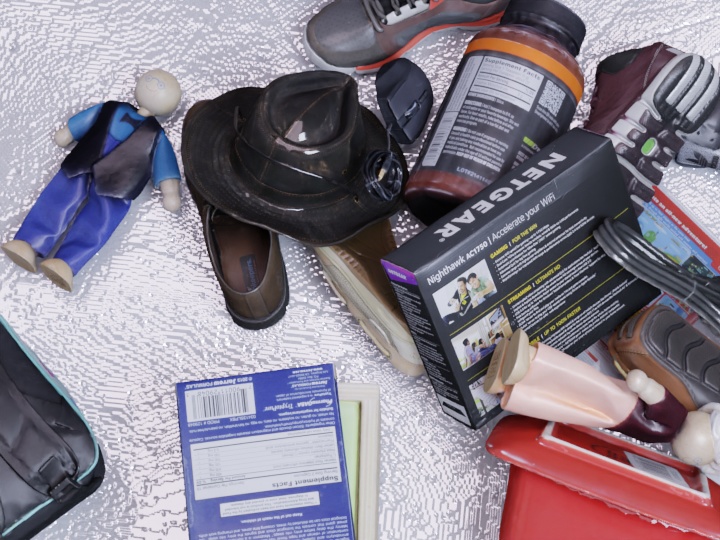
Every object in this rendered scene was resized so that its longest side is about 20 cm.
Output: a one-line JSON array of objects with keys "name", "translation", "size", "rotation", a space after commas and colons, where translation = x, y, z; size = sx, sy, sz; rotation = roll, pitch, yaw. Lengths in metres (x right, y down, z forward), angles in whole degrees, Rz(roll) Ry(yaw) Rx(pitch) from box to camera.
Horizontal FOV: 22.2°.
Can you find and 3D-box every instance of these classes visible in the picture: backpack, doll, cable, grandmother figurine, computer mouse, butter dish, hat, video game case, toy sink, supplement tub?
[{"name": "backpack", "translation": [-0.309, 0.124, 1.397], "size": [0.176, 0.153, 0.200], "rotation": [-37, 85, -13]}, {"name": "doll", "translation": [-0.207, -0.079, 1.517], "size": [0.136, 0.049, 0.201], "rotation": [25, 73, 21]}, {"name": "cable", "translation": [0.256, 0.028, 1.418], "size": [0.199, 0.050, 0.097], "rotation": [20, 37, -31]}, {"name": "grandmother figurine", "translation": [0.193, 0.103, 1.362], "size": [0.199, 0.121, 0.061], "rotation": [21, 81, -9]}, {"name": "computer mouse", "translation": [0.032, -0.116, 1.478], "size": [0.034, 0.059, 0.200], "rotation": [-16, 31, 19]}, {"name": "butter dish", "translation": [0.175, 0.203, 1.370], "size": [0.198, 0.200, 0.149], "rotation": [19, 96, 7]}, {"name": "hat", "translation": [-0.043, -0.113, 1.468], "size": [0.199, 0.081, 0.201], "rotation": [11, 41, -10]}, {"name": "video game case", "translation": [0.198, 0.016, 1.499], "size": [0.200, 0.017, 0.143], "rotation": [-41, 76, -12]}, {"name": "toy sink", "translation": [-0.051, 0.192, 1.394], "size": [0.129, 0.112, 0.201], "rotation": [2, 72, 2]}, {"name": "supplement tub", "translation": [0.118, -0.124, 1.500], "size": [0.106, 0.107, 0.201], "rotation": [22, 73, 8]}]

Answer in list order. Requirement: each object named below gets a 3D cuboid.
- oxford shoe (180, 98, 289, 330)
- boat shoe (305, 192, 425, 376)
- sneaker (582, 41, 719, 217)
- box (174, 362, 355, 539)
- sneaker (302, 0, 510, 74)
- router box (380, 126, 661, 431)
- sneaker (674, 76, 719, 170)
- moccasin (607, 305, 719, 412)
[{"name": "oxford shoe", "translation": [-0.102, -0.058, 1.492], "size": [0.072, 0.084, 0.201], "rotation": [-19, 70, -1]}, {"name": "boat shoe", "translation": [0.000, 0.000, 1.477], "size": [0.072, 0.065, 0.200], "rotation": [-16, 53, -32]}, {"name": "sneaker", "translation": [0.203, -0.106, 1.506], "size": [0.076, 0.116, 0.200], "rotation": [38, 98, -29]}, {"name": "box", "translation": [-0.066, 0.172, 1.325], "size": [0.120, 0.032, 0.201], "rotation": [-7, 66, -1]}, {"name": "sneaker", "translation": [0.043, -0.232, 1.548], "size": [0.199, 0.082, 0.077], "rotation": [-21, 73, -6]}, {"name": "router box", "translation": [0.128, 0.005, 1.407], "size": [0.200, 0.150, 0.051], "rotation": [-34, 30, -20]}, {"name": "sneaker", "translation": [0.318, -0.080, 1.502], "size": [0.113, 0.076, 0.201], "rotation": [-4, 66, 0]}, {"name": "moccasin", "translation": [0.277, 0.112, 1.437], "size": [0.201, 0.078, 0.074], "rotation": [35, 61, -8]}]
